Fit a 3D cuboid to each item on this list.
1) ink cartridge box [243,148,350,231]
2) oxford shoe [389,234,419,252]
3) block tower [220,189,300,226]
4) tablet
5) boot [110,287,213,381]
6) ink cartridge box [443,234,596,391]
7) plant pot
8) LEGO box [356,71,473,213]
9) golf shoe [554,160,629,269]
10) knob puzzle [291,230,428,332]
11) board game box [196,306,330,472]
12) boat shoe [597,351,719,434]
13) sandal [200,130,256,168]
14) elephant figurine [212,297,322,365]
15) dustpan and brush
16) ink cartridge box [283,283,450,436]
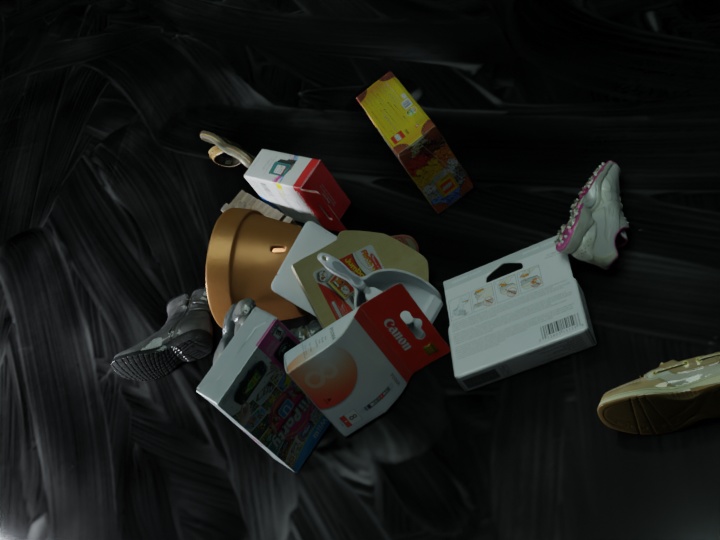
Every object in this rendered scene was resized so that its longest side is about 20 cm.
[{"bbox_3d":[-0.098,-0.140,1.771,0.198,0.116,0.068,17,65,43],"label":"ink cartridge box"},{"bbox_3d":[0.000,0.000,1.617,0.198,0.072,0.074,-26,3,-6],"label":"oxford shoe"},{"bbox_3d":[-0.173,-0.086,1.827,0.058,0.054,0.199,-50,43,-12],"label":"block tower"},{"bbox_3d":[-0.025,0.024,1.550,0.131,0.198,0.014,-61,3,-22],"label":"tablet"},{"bbox_3d":[-0.342,0.112,1.785,0.197,0.070,0.133,-16,43,10],"label":"boot"},{"bbox_3d":[0.218,0.059,1.424,0.198,0.044,0.175,-23,44,20],"label":"ink cartridge box"},{"bbox_3d":[-0.149,0.001,1.648,0.138,0.201,0.203,3,55,18],"label":"plant pot"},{"bbox_3d":[0.088,-0.214,1.671,0.077,0.149,0.201,-35,41,5],"label":"LEGO box"},{"bbox_3d":[0.344,-0.077,1.437,0.091,0.076,0.201,31,51,3],"label":"golf shoe"},{"bbox_3d":[0.017,0.030,1.535,0.222,0.218,0.030,-61,3,-22],"label":"knob puzzle"},{"bbox_3d":[-0.122,0.174,1.457,0.064,0.200,0.148,19,67,46],"label":"board game box"},{"bbox_3d":[0.384,0.144,1.216,0.197,0.075,0.067,-14,35,24],"label":"boat shoe"},{"bbox_3d":[-0.266,-0.230,2.014,0.199,0.080,0.055,35,100,43],"label":"sandal"},{"bbox_3d":[-0.116,0.131,1.563,0.155,0.197,0.144,-23,54,56],"label":"elephant figurine"},{"bbox_3d":[0.018,0.038,1.483,0.141,0.198,0.057,-57,0,-21],"label":"dustpan and brush"},{"bbox_3d":[0.015,0.130,1.423,0.198,0.163,0.050,-30,36,12],"label":"ink cartridge box"}]
